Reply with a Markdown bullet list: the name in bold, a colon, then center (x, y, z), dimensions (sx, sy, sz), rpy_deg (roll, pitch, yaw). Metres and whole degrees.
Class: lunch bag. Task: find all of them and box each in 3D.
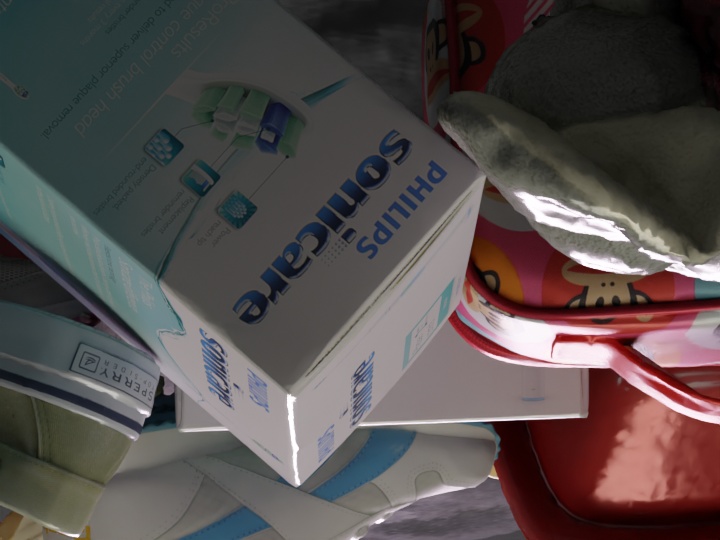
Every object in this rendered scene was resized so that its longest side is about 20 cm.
- **lunch bag**: center (0.121, -0.037, 0.854), dimensions (0.199, 0.177, 0.082), rpy_deg (-1, 162, -3)

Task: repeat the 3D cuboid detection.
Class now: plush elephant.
- **plush elephant**: center (0.097, -0.058, 0.661), dimensions (0.154, 0.201, 0.165), rpy_deg (0, 173, 3)

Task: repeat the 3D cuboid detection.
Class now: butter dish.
- **butter dish**: center (0.150, 0.012, 1.118), dimensions (0.198, 0.200, 0.148), rpy_deg (-2, 134, -14)

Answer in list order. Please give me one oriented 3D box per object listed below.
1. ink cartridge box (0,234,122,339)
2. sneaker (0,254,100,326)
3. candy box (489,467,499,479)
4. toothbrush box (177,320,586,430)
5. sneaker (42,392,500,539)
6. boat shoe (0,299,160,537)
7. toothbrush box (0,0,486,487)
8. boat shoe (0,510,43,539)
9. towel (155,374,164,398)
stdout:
- **ink cartridge box**: center (-0.211, 0.018, 1.178), dimensions (0.199, 0.084, 0.176), rpy_deg (-4, 164, 4)
- **sneaker**: center (-0.196, -0.004, 1.070), dimensions (0.199, 0.089, 0.081), rpy_deg (-1, 172, -11)
- **candy box**: center (0.045, 0.042, 1.248), dimensions (0.057, 0.117, 0.200), rpy_deg (-50, 146, 16)
- **toothbrush box**: center (0.000, 0.000, 0.996), dimensions (0.146, 0.086, 0.200), rpy_deg (-2, -173, -6)
- **sneaker**: center (-0.035, 0.088, 1.027), dimensions (0.199, 0.081, 0.076), rpy_deg (-5, -172, -31)
- **boat shoe**: center (-0.141, 0.040, 0.837), dimensions (0.072, 0.062, 0.200), rpy_deg (32, 164, -35)
- **toothbrush box**: center (-0.067, -0.041, 0.766), dimensions (0.200, 0.085, 0.146), rpy_deg (41, 168, 10)
- **boat shoe**: center (-0.051, 0.098, 1.107), dimensions (0.199, 0.069, 0.074), rpy_deg (-24, 171, -5)
- **towel**: center (-0.157, 0.067, 1.111), dimensions (0.148, 0.037, 0.200), rpy_deg (-1, 169, -6)
